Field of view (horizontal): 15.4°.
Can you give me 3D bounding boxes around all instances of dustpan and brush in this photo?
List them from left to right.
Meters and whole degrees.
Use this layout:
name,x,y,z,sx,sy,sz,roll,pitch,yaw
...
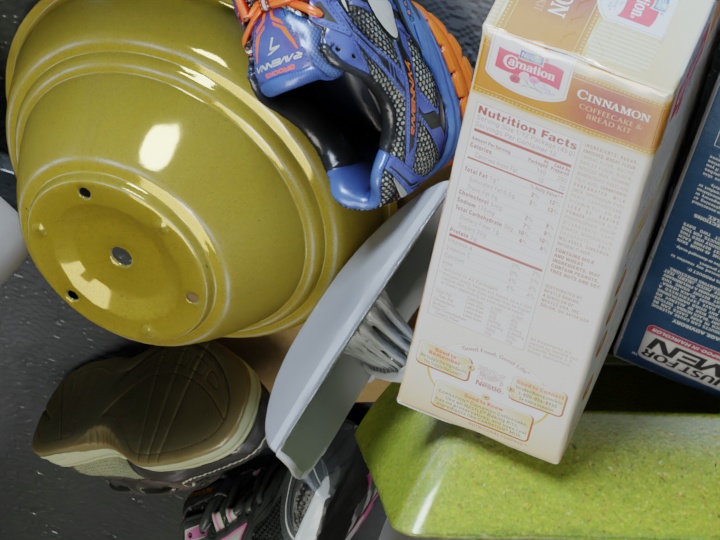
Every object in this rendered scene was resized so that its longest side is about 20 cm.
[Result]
name,x,y,z,sx,sy,sz,roll,pitch,yaw
dustpan and brush,0.005,0.031,1.169,0.057,0.140,0.200,34,174,-10

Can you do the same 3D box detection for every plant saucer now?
name,x,y,z,sx,sy,sz,roll,pitch,yaw
plant saucer,0.105,0.069,1.136,0.199,0.200,0.048,2,98,-5

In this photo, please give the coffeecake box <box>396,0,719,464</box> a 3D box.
name,x,y,z,sx,sy,sz,roll,pitch,yaw
coffeecake box,0.085,-0.053,1.017,0.073,0.154,0.200,21,136,8

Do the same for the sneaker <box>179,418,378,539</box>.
name,x,y,z,sx,sy,sz,roll,pitch,yaw
sneaker,-0.055,0.138,1.400,0.086,0.080,0.200,34,137,8

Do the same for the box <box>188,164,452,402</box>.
name,x,y,z,sx,sy,sz,roll,pitch,yaw
box,0.000,0.000,1.247,0.199,0.021,0.164,-3,133,34

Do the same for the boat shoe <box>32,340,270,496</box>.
name,x,y,z,sx,sy,sz,roll,pitch,yaw
boat shoe,-0.094,0.079,1.354,0.066,0.072,0.201,31,158,-29

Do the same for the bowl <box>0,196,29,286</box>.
name,x,y,z,sx,sy,sz,roll,pitch,yaw
bowl,-0.268,-0.033,1.279,0.200,0.075,0.200,37,159,-15

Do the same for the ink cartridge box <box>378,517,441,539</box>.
name,x,y,z,sx,sy,sz,roll,pitch,yaw
ink cartridge box,0.107,0.184,1.348,0.199,0.084,0.146,15,140,14

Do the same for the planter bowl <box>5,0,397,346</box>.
name,x,y,z,sx,sy,sz,roll,pitch,yaw
planter bowl,-0.090,-0.028,1.189,0.200,0.084,0.201,17,136,17

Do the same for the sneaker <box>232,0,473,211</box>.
name,x,y,z,sx,sy,sz,roll,pitch,yaw
sneaker,-0.020,-0.109,1.081,0.075,0.079,0.200,-17,118,40

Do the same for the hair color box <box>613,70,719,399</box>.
name,x,y,z,sx,sy,sz,roll,pitch,yaw
hair color box,0.160,-0.048,1.034,0.060,0.100,0.200,23,143,6
